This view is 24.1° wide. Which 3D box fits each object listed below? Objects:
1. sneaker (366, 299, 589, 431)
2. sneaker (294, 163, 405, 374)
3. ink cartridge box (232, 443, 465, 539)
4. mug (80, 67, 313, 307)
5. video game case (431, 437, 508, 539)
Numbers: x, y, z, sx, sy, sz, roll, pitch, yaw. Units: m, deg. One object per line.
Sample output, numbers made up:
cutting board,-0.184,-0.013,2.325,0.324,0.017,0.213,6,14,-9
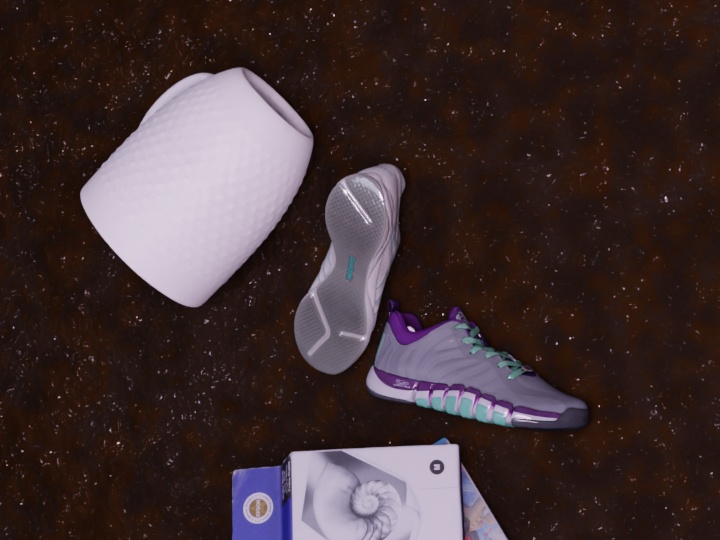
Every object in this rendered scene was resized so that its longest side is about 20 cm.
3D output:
sneaker,0.097,0.078,1.392,0.198,0.074,0.089,10,90,26
sneaker,0.000,0.000,1.443,0.070,0.080,0.202,27,121,16
ink cartridge box,-0.011,0.244,1.372,0.197,0.041,0.202,-5,67,6
mug,-0.140,-0.097,1.478,0.175,0.147,0.201,-45,42,11
video game case,0.060,0.257,1.389,0.142,0.018,0.201,-29,67,-6
